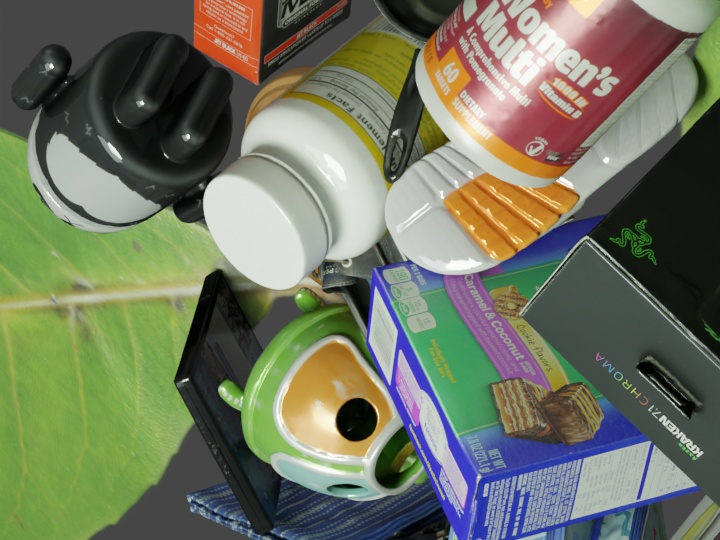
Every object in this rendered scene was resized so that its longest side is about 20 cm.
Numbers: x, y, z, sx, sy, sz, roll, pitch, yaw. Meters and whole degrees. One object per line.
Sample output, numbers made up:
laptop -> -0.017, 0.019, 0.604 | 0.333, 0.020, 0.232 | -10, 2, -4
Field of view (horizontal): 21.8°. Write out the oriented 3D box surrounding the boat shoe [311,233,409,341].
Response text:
boat shoe -> 0.000, 0.000, 1.296 | 0.070, 0.066, 0.201 | -16, 107, 53

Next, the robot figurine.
robot figurine -> -0.174, -0.101, 1.402 | 0.200, 0.124, 0.152 | -27, 84, 54

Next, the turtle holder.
turtle holder -> -0.008, 0.116, 1.405 | 0.131, 0.141, 0.187 | 33, 150, 33

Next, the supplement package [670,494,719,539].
supplement package -> 0.274, 0.194, 1.128 | 0.147, 0.200, 0.191 | 45, 144, 3

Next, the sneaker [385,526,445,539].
sneaker -> 0.048, 0.229, 1.388 | 0.079, 0.200, 0.079 | 4, 94, 21

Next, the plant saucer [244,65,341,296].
plant saucer -> -0.012, -0.052, 1.355 | 0.199, 0.037, 0.201 | 28, 140, 26

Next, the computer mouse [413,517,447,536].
computer mouse -> 0.050, 0.226, 1.558 | 0.058, 0.034, 0.199 | 38, 154, -20

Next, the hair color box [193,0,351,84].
hair color box -> -0.051, -0.228, 1.176 | 0.061, 0.101, 0.201 | 31, 142, 23

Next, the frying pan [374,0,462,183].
frying pan -> 0.060, -0.154, 1.115 | 0.114, 0.031, 0.192 | -8, 86, 25

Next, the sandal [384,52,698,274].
sandal -> 0.114, -0.063, 1.127 | 0.080, 0.205, 0.059 | 61, -172, 10

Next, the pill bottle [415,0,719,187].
pill bottle -> 0.128, -0.147, 1.010 | 0.110, 0.109, 0.200 | 45, 122, 4

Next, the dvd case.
dvd case -> -0.097, 0.100, 1.478 | 0.017, 0.200, 0.144 | -23, 110, 12

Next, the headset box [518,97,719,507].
headset box -> 0.212, 0.015, 1.039 | 0.174, 0.200, 0.093 | 44, 145, 6

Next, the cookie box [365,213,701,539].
cookie box -> 0.125, 0.059, 1.124 | 0.076, 0.198, 0.172 | 97, 154, -46

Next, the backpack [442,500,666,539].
backpack -> 0.141, 0.212, 1.322 | 0.145, 0.184, 0.201 | -1, 127, 20

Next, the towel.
towel -> -0.027, 0.179, 1.479 | 0.199, 0.144, 0.024 | 13, 118, 48

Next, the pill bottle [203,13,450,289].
pill bottle -> -0.006, -0.077, 1.183 | 0.111, 0.200, 0.112 | 28, 140, 26
